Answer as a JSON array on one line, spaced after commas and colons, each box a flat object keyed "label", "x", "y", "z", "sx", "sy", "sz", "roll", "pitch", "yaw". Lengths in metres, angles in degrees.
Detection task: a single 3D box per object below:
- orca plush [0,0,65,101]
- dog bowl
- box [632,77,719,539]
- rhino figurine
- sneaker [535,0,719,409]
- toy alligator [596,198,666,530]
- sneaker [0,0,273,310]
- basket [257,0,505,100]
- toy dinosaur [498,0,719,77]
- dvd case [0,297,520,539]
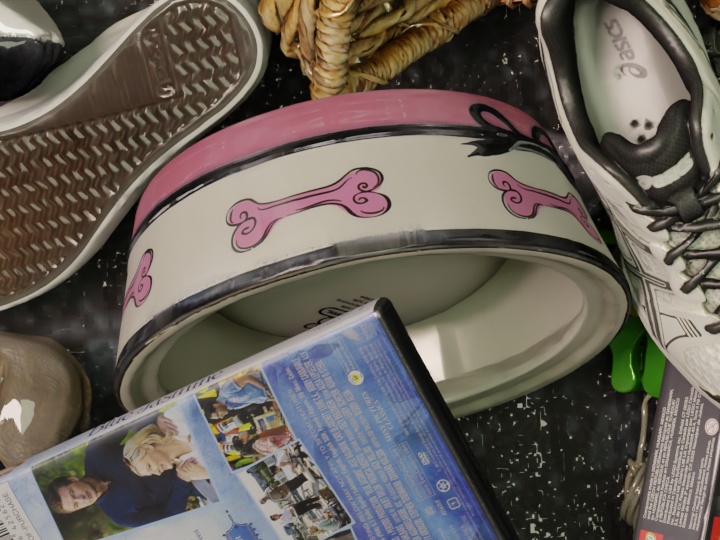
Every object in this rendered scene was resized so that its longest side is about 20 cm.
[{"label": "orca plush", "x": -0.205, "y": -0.117, "z": 0.889, "sx": 0.200, "sy": 0.105, "sz": 0.071, "roll": 36, "pitch": 102, "yaw": 9}, {"label": "dog bowl", "x": 0.000, "y": 0.000, "z": 0.863, "sx": 0.199, "sy": 0.200, "sz": 0.074, "roll": -8, "pitch": 68, "yaw": -6}, {"label": "box", "x": 0.171, "y": 0.031, "z": 0.912, "sx": 0.110, "sy": 0.035, "sz": 0.201, "roll": 11, "pitch": 89, "yaw": -46}, {"label": "rhino figurine", "x": -0.202, "y": 0.060, "z": 0.898, "sx": 0.199, "sy": 0.060, "sz": 0.088, "roll": 6, "pitch": 79, "yaw": -3}, {"label": "sneaker", "x": 0.116, "y": -0.024, "z": 0.826, "sx": 0.075, "sy": 0.088, "sz": 0.201, "roll": -31, "pitch": 83, "yaw": 14}, {"label": "toy alligator", "x": 0.118, "y": 0.007, "z": 0.940, "sx": 0.054, "sy": 0.059, "sz": 0.201, "roll": 19, "pitch": 102, "yaw": 31}, {"label": "sneaker", "x": -0.113, "y": -0.048, "z": 0.917, "sx": 0.200, "sy": 0.085, "sz": 0.073, "roll": -33, "pitch": 98, "yaw": 14}, {"label": "basket", "x": 0.036, "y": -0.182, "z": 0.863, "sx": 0.200, "sy": 0.143, "sz": 0.149, "roll": -34, "pitch": 89, "yaw": -42}, {"label": "toy dinosaur", "x": 0.160, "y": -0.133, "z": 0.910, "sx": 0.199, "sy": 0.136, "sz": 0.103, "roll": 13, "pitch": 85, "yaw": -4}, {"label": "dvd case", "x": -0.043, "y": 0.110, "z": 0.832, "sx": 0.199, "sy": 0.018, "sz": 0.143, "roll": -25, "pitch": 103, "yaw": 20}]
